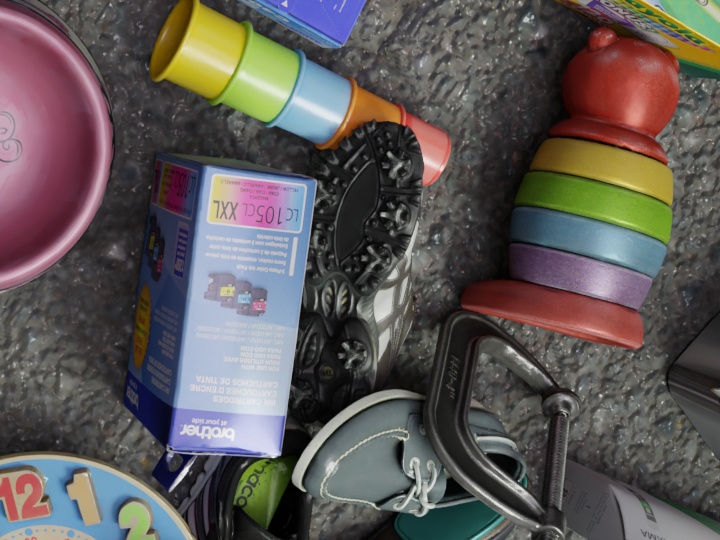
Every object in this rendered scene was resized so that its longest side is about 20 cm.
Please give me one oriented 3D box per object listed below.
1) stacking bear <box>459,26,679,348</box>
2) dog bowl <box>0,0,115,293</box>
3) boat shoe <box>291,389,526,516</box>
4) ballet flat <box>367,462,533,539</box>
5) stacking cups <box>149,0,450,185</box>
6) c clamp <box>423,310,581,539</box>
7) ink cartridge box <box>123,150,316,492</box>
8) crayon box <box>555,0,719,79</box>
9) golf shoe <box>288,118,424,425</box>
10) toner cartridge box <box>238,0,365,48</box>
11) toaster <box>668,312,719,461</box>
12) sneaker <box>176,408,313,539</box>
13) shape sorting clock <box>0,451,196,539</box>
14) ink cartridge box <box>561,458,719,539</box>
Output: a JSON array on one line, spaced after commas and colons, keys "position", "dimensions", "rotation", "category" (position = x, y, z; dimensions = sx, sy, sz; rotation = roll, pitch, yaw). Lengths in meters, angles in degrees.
[{"position": [0.158, -0.057, 1.224], "dimensions": [0.121, 0.114, 0.201], "rotation": [15, 87, -21], "category": "stacking bear"}, {"position": [-0.236, -0.076, 1.091], "dimensions": [0.199, 0.074, 0.201], "rotation": [-3, 99, -20], "category": "dog bowl"}, {"position": [0.037, 0.121, 1.168], "dimensions": [0.200, 0.062, 0.073], "rotation": [0, 125, -54], "category": "boat shoe"}, {"position": [0.034, 0.202, 1.236], "dimensions": [0.200, 0.073, 0.073], "rotation": [-31, 106, -20], "category": "ballet flat"}, {"position": [-0.036, -0.104, 1.172], "dimensions": [0.200, 0.060, 0.061], "rotation": [27, 88, -24], "category": "stacking cups"}, {"position": [0.107, 0.116, 1.195], "dimensions": [0.171, 0.200, 0.027], "rotation": [32, 124, -18], "category": "c clamp"}, {"position": [-0.090, 0.033, 1.125], "dimensions": [0.076, 0.136, 0.201], "rotation": [5, 95, -19], "category": "ink cartridge box"}, {"position": [0.181, -0.193, 1.204], "dimensions": [0.199, 0.119, 0.058], "rotation": [26, 88, -21], "category": "crayon box"}, {"position": [0.000, 0.000, 1.185], "dimensions": [0.077, 0.094, 0.201], "rotation": [18, 99, 16], "category": "golf shoe"}, {"position": [-0.013, -0.251, 1.166], "dimensions": [0.095, 0.043, 0.201], "rotation": [27, 87, -20], "category": "toner cartridge box"}, {"position": [0.335, 0.085, 1.297], "dimensions": [0.181, 0.119, 0.200], "rotation": [-43, 109, -11], "category": "toaster"}, {"position": [-0.082, 0.177, 1.173], "dimensions": [0.074, 0.087, 0.201], "rotation": [27, 88, -21], "category": "sneaker"}, {"position": [-0.192, 0.207, 1.138], "dimensions": [0.199, 0.039, 0.201], "rotation": [0, 102, 1], "category": "shape sorting clock"}, {"position": [0.232, 0.194, 1.230], "dimensions": [0.160, 0.200, 0.050], "rotation": [24, 88, -22], "category": "ink cartridge box"}]
